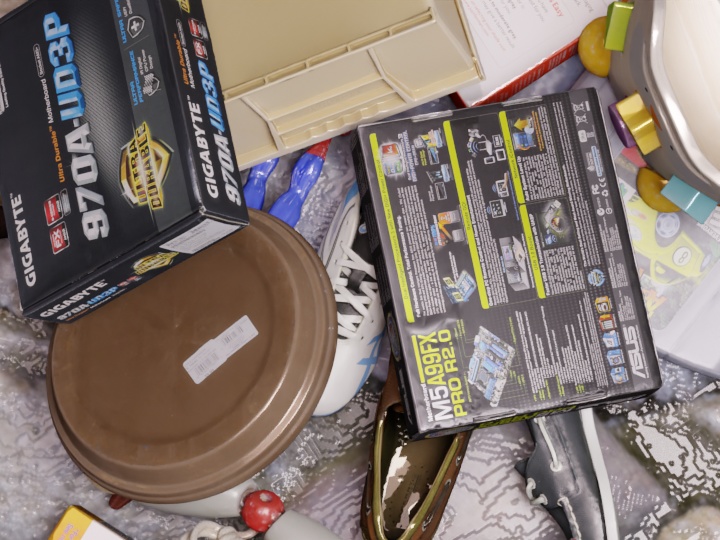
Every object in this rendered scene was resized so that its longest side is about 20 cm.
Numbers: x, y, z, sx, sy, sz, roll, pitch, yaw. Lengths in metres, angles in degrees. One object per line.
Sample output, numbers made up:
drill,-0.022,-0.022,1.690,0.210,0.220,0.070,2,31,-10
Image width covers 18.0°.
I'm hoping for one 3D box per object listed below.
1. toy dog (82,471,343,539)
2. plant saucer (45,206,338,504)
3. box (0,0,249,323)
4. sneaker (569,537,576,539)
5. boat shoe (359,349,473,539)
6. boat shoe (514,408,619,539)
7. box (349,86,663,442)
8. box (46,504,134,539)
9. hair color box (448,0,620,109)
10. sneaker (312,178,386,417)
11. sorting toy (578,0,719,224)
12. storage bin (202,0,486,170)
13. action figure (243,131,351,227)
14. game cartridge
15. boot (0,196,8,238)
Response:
toy dog,-0.101,0.157,1.452,0.132,0.096,0.200,-8,46,-36
plant saucer,-0.110,0.045,1.402,0.200,0.029,0.200,-9,63,19
box,-0.157,-0.088,1.400,0.159,0.046,0.200,-27,65,32
sneaker,0.067,0.219,1.425,0.200,0.075,0.085,-21,112,18
boat shoe,0.047,0.089,1.472,0.072,0.068,0.200,9,82,5
boat shoe,0.129,0.121,1.468,0.060,0.076,0.200,-9,71,0
box,0.090,-0.005,1.431,0.160,0.044,0.200,-11,80,-8
box,-0.135,0.254,1.473,0.200,0.041,0.119,31,85,7
hair color box,0.128,-0.195,1.509,0.200,0.061,0.102,-32,83,-1
sneaker,0.000,0.000,1.483,0.072,0.072,0.200,24,84,8
sorting toy,0.201,-0.105,1.388,0.107,0.180,0.200,-24,94,9
storage bin,-0.049,-0.190,1.457,0.198,0.094,0.200,-20,67,12
action figure,-0.069,-0.014,1.498,0.065,0.099,0.200,22,62,7
game cartridge,0.191,-0.025,1.500,0.200,0.041,0.133,37,89,6
boot,-0.299,0.029,1.463,0.200,0.072,0.167,-7,95,-42
